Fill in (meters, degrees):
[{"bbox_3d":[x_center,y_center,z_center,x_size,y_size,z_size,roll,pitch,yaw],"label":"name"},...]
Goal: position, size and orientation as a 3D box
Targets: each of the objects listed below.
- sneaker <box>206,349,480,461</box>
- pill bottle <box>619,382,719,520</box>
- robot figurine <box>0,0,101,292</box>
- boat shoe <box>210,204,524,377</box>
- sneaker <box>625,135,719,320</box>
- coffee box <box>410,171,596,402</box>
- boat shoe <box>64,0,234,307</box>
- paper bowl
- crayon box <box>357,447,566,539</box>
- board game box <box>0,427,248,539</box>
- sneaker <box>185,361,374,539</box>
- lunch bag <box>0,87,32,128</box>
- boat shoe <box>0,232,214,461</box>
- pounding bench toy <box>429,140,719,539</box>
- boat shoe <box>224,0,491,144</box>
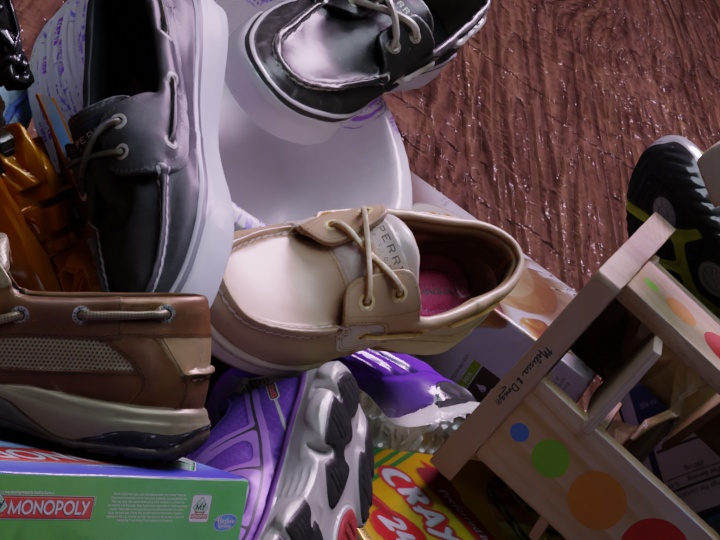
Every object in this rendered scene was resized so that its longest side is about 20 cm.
[{"bbox_3d":[-0.020,0.065,1.149,0.099,0.070,0.199,40,16,36],"label":"sneaker"},{"bbox_3d":[0.201,0.098,1.243,0.111,0.111,0.202,1,70,-56],"label":"pill bottle"},{"bbox_3d":[-0.180,-0.054,0.992,0.145,0.058,0.201,-31,105,-40],"label":"robot figurine"},{"bbox_3d":[0.000,0.000,1.059,0.199,0.069,0.074,-5,66,-52],"label":"boat shoe"},{"bbox_3d":[0.206,0.014,1.177,0.076,0.075,0.201,-39,98,-30],"label":"sneaker"},{"bbox_3d":[0.037,0.018,1.310,0.199,0.080,0.114,36,20,6],"label":"coffee box"},{"bbox_3d":[-0.096,-0.055,1.006,0.066,0.070,0.201,31,46,-33],"label":"boat shoe"},{"bbox_3d":[-0.078,-0.058,1.175,0.200,0.104,0.202,30,39,-28],"label":"paper bowl"},{"bbox_3d":[0.052,0.143,1.093,0.199,0.051,0.127,12,29,-47],"label":"crayon box"},{"bbox_3d":[-0.157,0.073,0.882,0.134,0.029,0.199,13,3,40],"label":"board game box"},{"bbox_3d":[-0.049,0.120,0.972,0.201,0.083,0.081,-71,147,-54],"label":"sneaker"},{"bbox_3d":[-0.243,-0.083,1.114,0.160,0.083,0.200,30,19,-3],"label":"lunch bag"},{"bbox_3d":[-0.151,0.020,0.901,0.198,0.075,0.076,11,2,-11],"label":"boat shoe"},{"bbox_3d":[0.164,0.056,1.082,0.156,0.200,0.124,42,22,6],"label":"pounding bench toy"},{"bbox_3d":[0.001,-0.120,1.178,0.071,0.064,0.200,53,33,4],"label":"boat shoe"}]
